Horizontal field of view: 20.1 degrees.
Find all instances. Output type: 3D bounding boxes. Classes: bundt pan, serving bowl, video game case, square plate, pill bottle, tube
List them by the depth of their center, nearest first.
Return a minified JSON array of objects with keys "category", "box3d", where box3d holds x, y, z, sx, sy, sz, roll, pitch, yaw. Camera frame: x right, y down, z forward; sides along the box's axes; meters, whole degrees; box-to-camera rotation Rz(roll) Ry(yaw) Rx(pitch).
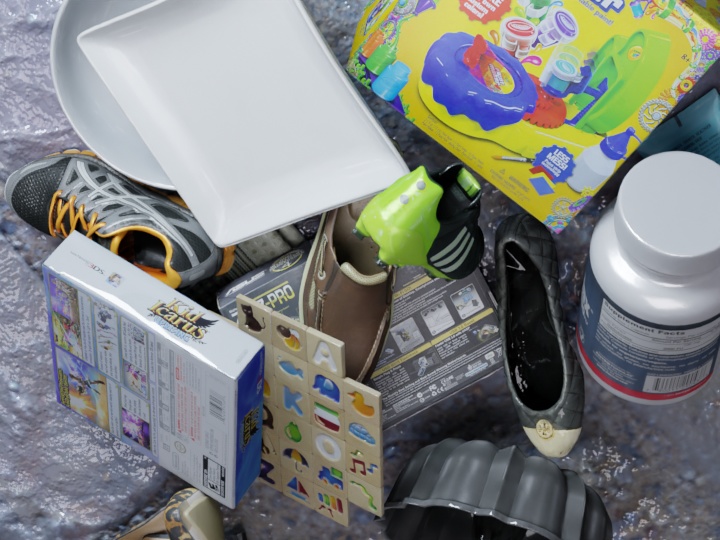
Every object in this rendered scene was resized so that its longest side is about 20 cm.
[{"category":"square plate","box3d":[-0.083,-0.124,1.479,0.197,0.029,0.201,-17,115,38]},{"category":"pill bottle","box3d":[0.227,0.004,1.513,0.118,0.120,0.201,6,148,4]},{"category":"serving bowl","box3d":[-0.133,-0.164,1.544,0.198,0.066,0.202,3,117,6]},{"category":"tube","box3d":[0.300,-0.042,1.570,0.077,0.050,0.200,-35,103,17]},{"category":"video game case","box3d":[-0.161,0.081,1.593,0.180,0.046,0.201,29,147,15]},{"category":"bundt pan","box3d":[0.116,0.200,1.656,0.200,0.076,0.202,16,155,8]}]

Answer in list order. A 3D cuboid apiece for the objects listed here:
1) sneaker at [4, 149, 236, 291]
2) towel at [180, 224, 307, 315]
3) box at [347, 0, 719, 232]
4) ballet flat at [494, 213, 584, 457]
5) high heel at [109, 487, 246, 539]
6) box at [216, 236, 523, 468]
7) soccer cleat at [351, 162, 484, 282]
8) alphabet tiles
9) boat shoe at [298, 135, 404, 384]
[{"category":"sneaker","box3d":[-0.199,-0.037,1.596,0.198,0.077,0.079,17,120,19]},{"category":"towel","box3d":[-0.092,0.056,1.676,0.192,0.035,0.200,-35,110,24]},{"category":"box","box3d":[0.128,-0.176,1.469,0.199,0.122,0.193,36,114,-12]},{"category":"ballet flat","box3d":[0.131,0.054,1.575,0.066,0.057,0.202,-3,107,28]},{"category":"high heel","box3d":[-0.181,0.231,1.697,0.141,0.200,0.072,-9,71,7]},{"category":"box","box3d":[0.008,0.043,1.615,0.199,0.049,0.162,-29,111,3]},{"category":"soccer cleat","box3d":[0.062,-0.038,1.475,0.081,0.200,0.068,-43,76,15]},{"category":"alphabet tiles","box3d":[-0.051,0.112,1.588,0.165,0.006,0.201,24,137,27]},{"category":"boat shoe","box3d":[-0.006,-0.001,1.536,0.074,0.075,0.204,3,105,-6]}]
